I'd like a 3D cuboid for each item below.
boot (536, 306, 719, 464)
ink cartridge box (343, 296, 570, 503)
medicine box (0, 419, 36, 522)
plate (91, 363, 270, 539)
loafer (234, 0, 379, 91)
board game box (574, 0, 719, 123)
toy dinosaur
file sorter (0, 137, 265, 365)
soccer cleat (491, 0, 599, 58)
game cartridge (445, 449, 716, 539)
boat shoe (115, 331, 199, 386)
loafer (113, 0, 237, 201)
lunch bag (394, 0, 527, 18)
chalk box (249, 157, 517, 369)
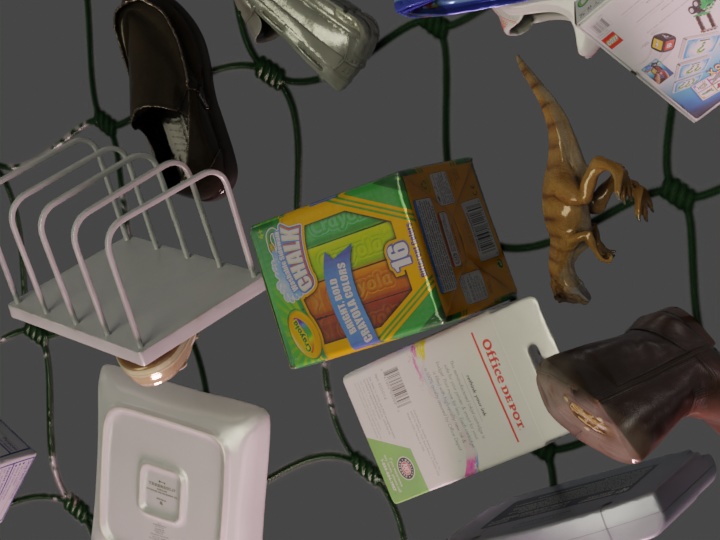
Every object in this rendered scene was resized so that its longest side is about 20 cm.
[{"bbox_3d":[0.232,0.109,1.213,0.186,0.200,0.064,40,118,20],"label":"boot"},{"bbox_3d":[0.096,0.099,1.377,0.200,0.067,0.117,-26,85,34],"label":"ink cartridge box"},{"bbox_3d":[-0.456,0.179,1.665,0.182,0.200,0.103,39,115,20],"label":"medicine box"},{"bbox_3d":[-0.177,0.204,1.594,0.199,0.032,0.200,13,106,30],"label":"plate"},{"bbox_3d":[-0.076,-0.223,1.425,0.200,0.070,0.070,37,108,21],"label":"loafer"},{"bbox_3d":[0.261,-0.200,1.169,0.126,0.035,0.200,34,126,-25],"label":"board game box"},{"bbox_3d":[0.162,-0.068,1.309,0.106,0.060,0.200,-1,98,34],"label":"toy dinosaur"},{"bbox_3d":[-0.205,-0.024,1.441,0.200,0.139,0.125,15,129,45],"label":"file sorter"},{"bbox_3d":[0.110,-0.227,1.305,0.200,0.069,0.085,26,97,21],"label":"soccer cleat"},{"bbox_3d":[0.162,0.191,1.314,0.200,0.133,0.042,-21,96,34],"label":"game cartridge"},{"bbox_3d":[-0.170,0.060,1.478,0.072,0.200,0.065,-14,110,-1],"label":"boat shoe"},{"bbox_3d":[-0.168,-0.154,1.495,0.073,0.071,0.200,-26,85,33],"label":"loafer"},{"bbox_3d":[0.099,-0.271,1.245,0.200,0.094,0.151,-12,75,21],"label":"lunch bag"},{"bbox_3d":[0.000,0.000,1.386,0.200,0.124,0.125,-20,88,33],"label":"chalk box"}]
